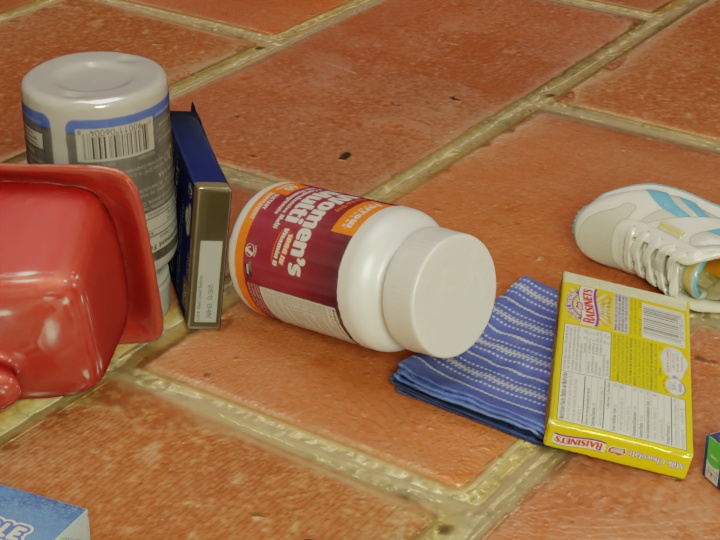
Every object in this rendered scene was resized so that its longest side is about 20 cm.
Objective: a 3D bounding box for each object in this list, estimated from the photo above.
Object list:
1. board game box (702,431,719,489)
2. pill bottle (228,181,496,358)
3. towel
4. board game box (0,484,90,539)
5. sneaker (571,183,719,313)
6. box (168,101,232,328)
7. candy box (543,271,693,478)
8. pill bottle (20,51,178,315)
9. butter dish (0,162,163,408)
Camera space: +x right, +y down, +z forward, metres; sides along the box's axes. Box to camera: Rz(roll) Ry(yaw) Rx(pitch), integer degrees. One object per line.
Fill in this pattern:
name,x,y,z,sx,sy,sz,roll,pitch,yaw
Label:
board game box,0.348,0.133,1.083,0.199,0.035,0.135,-11,28,-20
pill bottle,0.000,0.000,1.232,0.109,0.110,0.199,-24,26,-38
towel,0.132,0.063,1.233,0.144,0.024,0.200,19,33,31
board game box,-0.298,0.186,0.973,0.199,0.044,0.199,11,28,22
sneaker,0.261,-0.015,1.330,0.199,0.077,0.081,14,32,29
box,-0.141,-0.052,1.347,0.032,0.122,0.200,0,26,-14
candy box,0.189,0.071,1.185,0.101,0.027,0.200,12,32,4
pill bottle,-0.201,-0.059,1.277,0.113,0.201,0.114,0,28,0
butter dish,-0.253,0.031,1.162,0.198,0.201,0.149,2,51,3
